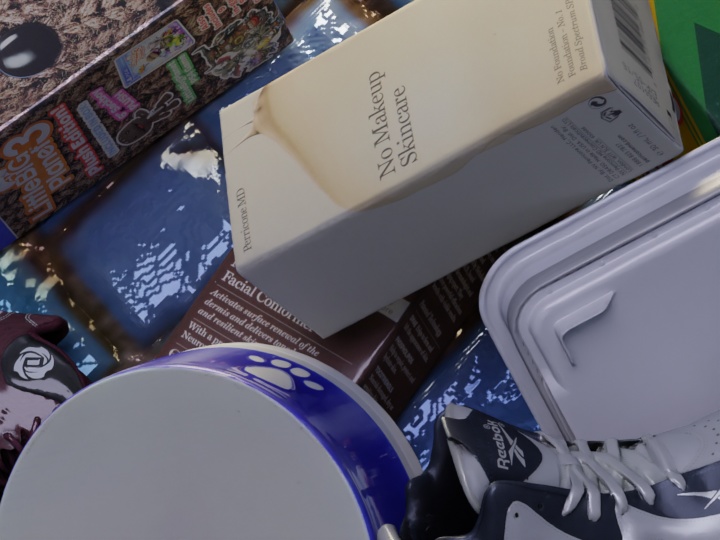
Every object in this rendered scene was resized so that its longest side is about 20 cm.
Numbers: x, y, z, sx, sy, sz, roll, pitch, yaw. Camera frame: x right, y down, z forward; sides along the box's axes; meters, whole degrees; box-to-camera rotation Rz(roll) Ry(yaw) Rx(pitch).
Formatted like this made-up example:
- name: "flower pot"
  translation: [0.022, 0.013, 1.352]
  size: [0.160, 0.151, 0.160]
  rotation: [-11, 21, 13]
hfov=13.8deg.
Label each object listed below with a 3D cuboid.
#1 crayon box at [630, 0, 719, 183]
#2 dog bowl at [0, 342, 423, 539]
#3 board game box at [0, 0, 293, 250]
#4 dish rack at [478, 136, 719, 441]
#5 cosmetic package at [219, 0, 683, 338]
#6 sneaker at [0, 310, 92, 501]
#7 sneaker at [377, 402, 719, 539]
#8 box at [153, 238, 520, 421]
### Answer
- name: "crayon box"
  translation: [0.141, -0.101, 1.434]
  size: [0.051, 0.127, 0.200]
  rotation: [-28, 62, -15]
- name: "dog bowl"
  translation: [-0.066, 0.136, 1.373]
  size: [0.200, 0.079, 0.200]
  rotation: [2, 96, 22]
- name: "board game box"
  translation: [-0.166, -0.137, 1.544]
  size: [0.200, 0.097, 0.159]
  rotation: [-36, 64, -2]
- name: "dish rack"
  translation: [0.170, 0.025, 1.354]
  size: [0.200, 0.172, 0.044]
  rotation: [-28, 36, 3]
- name: "cosmetic package"
  translation: [0.038, -0.064, 1.355]
  size: [0.200, 0.073, 0.104]
  rotation: [-28, 48, 22]
- name: "sneaker"
  translation: [-0.180, 0.104, 1.464]
  size: [0.115, 0.076, 0.200]
  rotation: [-1, 68, 11]
- name: "sneaker"
  translation: [0.094, 0.093, 1.303]
  size: [0.199, 0.130, 0.080]
  rotation: [-33, 33, 9]
- name: "box"
  translation: [0.000, 0.000, 1.461]
  size: [0.100, 0.075, 0.200]
  rotation: [29, 76, 23]
